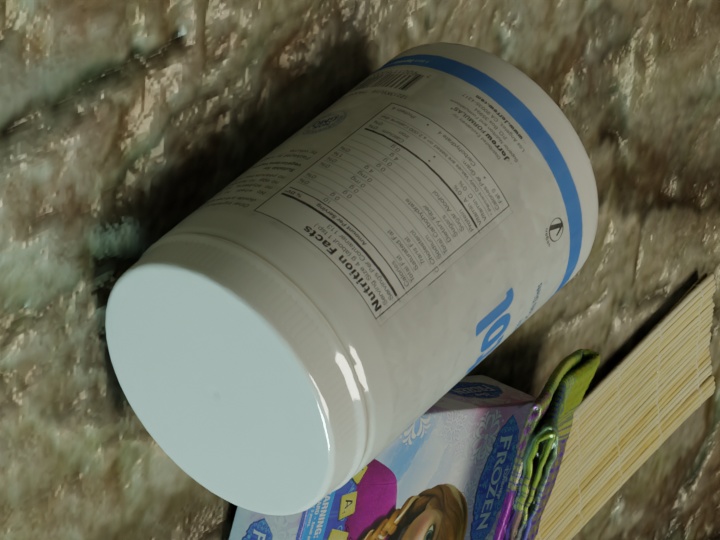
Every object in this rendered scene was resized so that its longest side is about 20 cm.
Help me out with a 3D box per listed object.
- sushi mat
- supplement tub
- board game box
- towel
[{"bbox_3d":[0.148,0.090,1.646,0.200,0.012,0.096,-42,140,-35],"label":"sushi mat"},{"bbox_3d":[0.000,0.000,1.253,0.200,0.132,0.132,-41,140,-36],"label":"supplement tub"},{"bbox_3d":[-0.001,0.156,1.434,0.199,0.041,0.201,-4,112,-57],"label":"board game box"},{"bbox_3d":[0.083,0.147,1.507,0.144,0.023,0.201,-42,148,-72],"label":"towel"}]
